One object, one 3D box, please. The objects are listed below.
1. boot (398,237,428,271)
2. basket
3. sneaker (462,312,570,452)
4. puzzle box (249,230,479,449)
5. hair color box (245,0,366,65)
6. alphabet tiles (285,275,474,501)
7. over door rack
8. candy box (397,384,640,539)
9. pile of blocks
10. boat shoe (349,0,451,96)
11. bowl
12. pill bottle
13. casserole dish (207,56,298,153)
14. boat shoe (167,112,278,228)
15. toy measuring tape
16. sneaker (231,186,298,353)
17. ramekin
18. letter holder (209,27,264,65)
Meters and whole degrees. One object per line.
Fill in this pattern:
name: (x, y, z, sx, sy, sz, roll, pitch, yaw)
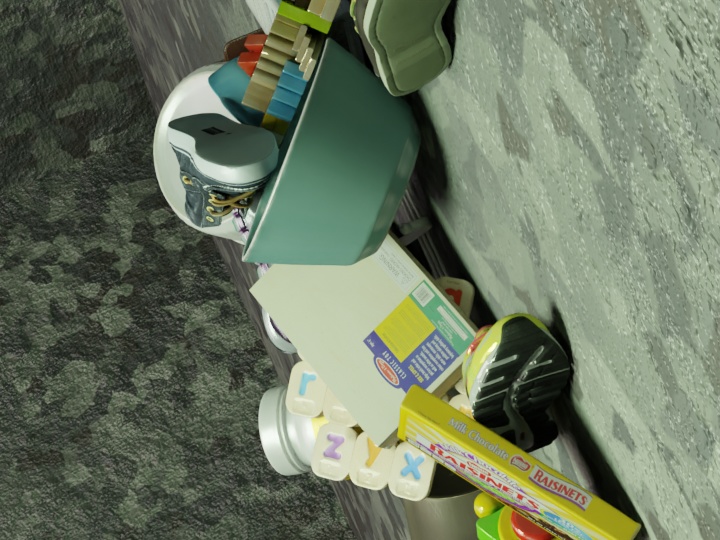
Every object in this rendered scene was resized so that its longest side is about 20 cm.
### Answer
boot: (0.045, 0.048, 1.685, 0.131, 0.068, 0.200, -132, 30, -73)
basket: (0.114, 0.272, 1.603, 0.180, 0.136, 0.200, -136, 29, -65)
sneaker: (0.109, 0.075, 1.295, 0.200, 0.078, 0.090, 87, 165, -62)
puzzle box: (0.006, 0.041, 1.464, 0.200, 0.133, 0.025, 50, -169, 25)
hair color box: (-0.060, -0.247, 1.552, 0.099, 0.061, 0.200, 75, 169, -46)
alphabet tiles: (0.029, 0.096, 1.468, 0.015, 0.200, 0.196, 18, -97, -61)
over door rack: (0.000, 0.000, 1.565, 0.200, 0.067, 0.148, -40, 69, 51)
candy box: (0.118, 0.160, 1.284, 0.200, 0.026, 0.102, 31, 161, 11)
pile of blocks: (-0.067, -0.187, 1.411, 0.082, 0.062, 0.200, -76, 9, -54)
boat shoe: (0.024, -0.188, 1.148, 0.061, 0.072, 0.201, 60, 172, 17)
bowl: (-0.017, -0.085, 1.400, 0.201, 0.105, 0.201, -160, 90, -84)
pill bottle: (0.012, 0.132, 1.543, 0.112, 0.200, 0.113, -13, -90, -68)
casserole dish: (-0.064, -0.162, 1.575, 0.121, 0.039, 0.200, 44, -160, 11)
boat shoe: (-0.114, -0.078, 1.459, 0.200, 0.071, 0.091, -143, 40, -65)
toy measuring tape: (0.179, 0.245, 1.414, 0.200, 0.074, 0.074, 36, 156, 28)
sneaker: (-0.059, -0.025, 1.555, 0.087, 0.074, 0.200, -14, 95, 42)
ramekin: (-0.124, -0.123, 1.709, 0.094, 0.202, 0.203, -3, -118, -53)
letter holder: (-0.104, -0.146, 1.812, 0.101, 0.142, 0.200, 101, 146, -75)
